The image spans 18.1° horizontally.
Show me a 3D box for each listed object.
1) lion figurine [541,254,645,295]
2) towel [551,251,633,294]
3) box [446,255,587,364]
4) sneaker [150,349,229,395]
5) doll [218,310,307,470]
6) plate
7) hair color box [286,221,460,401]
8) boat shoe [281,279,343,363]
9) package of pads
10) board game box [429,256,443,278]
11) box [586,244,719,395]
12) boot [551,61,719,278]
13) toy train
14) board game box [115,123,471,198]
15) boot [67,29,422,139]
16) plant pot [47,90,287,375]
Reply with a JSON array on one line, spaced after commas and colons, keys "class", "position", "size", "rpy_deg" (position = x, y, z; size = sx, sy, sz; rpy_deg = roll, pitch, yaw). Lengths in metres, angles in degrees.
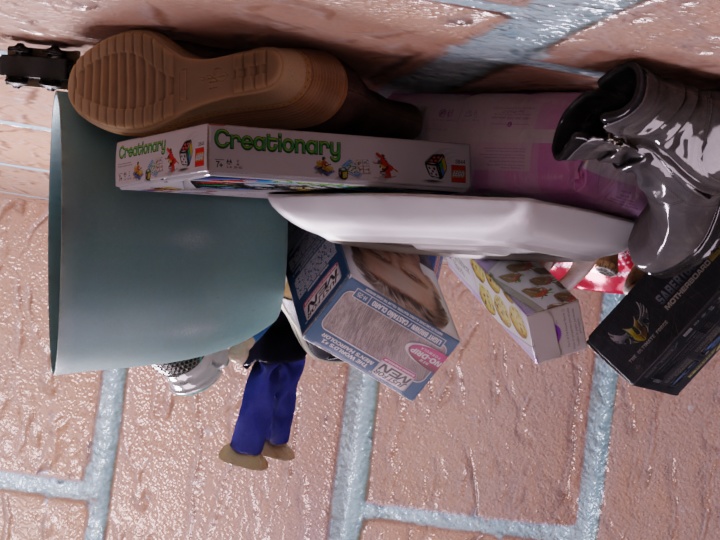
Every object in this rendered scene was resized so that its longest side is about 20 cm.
[{"class": "lion figurine", "position": [0.184, -0.036, 1.639], "size": [0.072, 0.123, 0.200], "rpy_deg": [34, 157, -29]}, {"class": "towel", "position": [0.128, -0.049, 1.749], "size": [0.144, 0.023, 0.200], "rpy_deg": [5, 146, 35]}, {"class": "box", "position": [0.105, 0.009, 1.591], "size": [0.039, 0.041, 0.200], "rpy_deg": [-16, -156, -10]}, {"class": "sneaker", "position": [-0.143, -0.006, 1.797], "size": [0.078, 0.200, 0.091], "rpy_deg": [-16, 148, 32]}, {"class": "doll", "position": [-0.069, 0.059, 1.815], "size": [0.048, 0.200, 0.136], "rpy_deg": [18, -164, 28]}, {"class": "plate", "position": [0.069, -0.027, 1.515], "size": [0.200, 0.032, 0.199], "rpy_deg": [3, 178, 31]}, {"class": "hair color box", "position": [0.000, 0.000, 1.609], "size": [0.100, 0.061, 0.200], "rpy_deg": [30, -160, -23]}, {"class": "boat shoe", "position": [-0.013, 0.034, 1.773], "size": [0.062, 0.075, 0.200], "rpy_deg": [24, 169, 21]}, {"class": "package of pads", "position": [0.117, -0.079, 1.564], "size": [0.200, 0.076, 0.120], "rpy_deg": [4, 170, 45]}, {"class": "board game box", "position": [-0.024, -0.050, 1.897], "size": [0.200, 0.151, 0.037], "rpy_deg": [7, 143, 11]}, {"class": "box", "position": [0.254, -0.003, 1.567], "size": [0.051, 0.200, 0.158], "rpy_deg": [45, -170, 18]}, {"class": "boot", "position": [0.177, -0.068, 1.415], "size": [0.131, 0.070, 0.200], "rpy_deg": [11, 147, -15]}, {"class": "toy train", "position": [-0.172, -0.142, 1.628], "size": [0.200, 0.034, 0.046], "rpy_deg": [7, -172, 18]}, {"class": "board game box", "position": [-0.044, -0.068, 1.483], "size": [0.200, 0.035, 0.126], "rpy_deg": [3, 176, -33]}, {"class": "boot", "position": [-0.078, -0.110, 1.528], "size": [0.200, 0.072, 0.166], "rpy_deg": [1, 170, 33]}, {"class": "plant pot", "position": [-0.138, -0.025, 1.606], "size": [0.161, 0.201, 0.201], "rpy_deg": [1, 179, -11]}]
